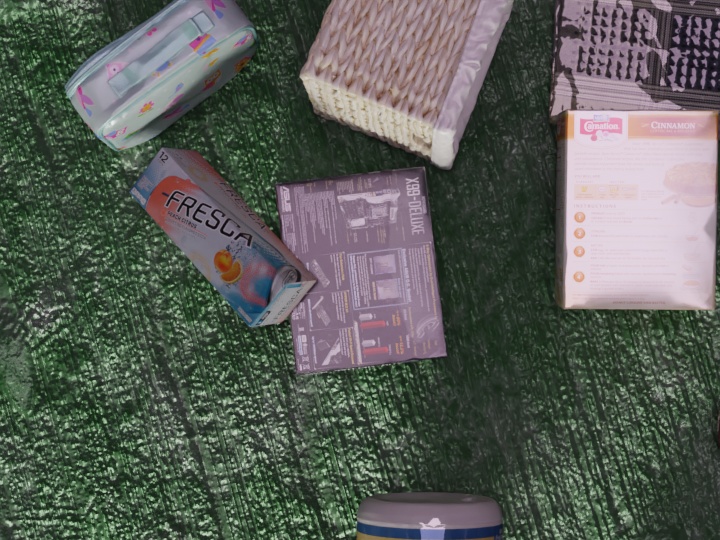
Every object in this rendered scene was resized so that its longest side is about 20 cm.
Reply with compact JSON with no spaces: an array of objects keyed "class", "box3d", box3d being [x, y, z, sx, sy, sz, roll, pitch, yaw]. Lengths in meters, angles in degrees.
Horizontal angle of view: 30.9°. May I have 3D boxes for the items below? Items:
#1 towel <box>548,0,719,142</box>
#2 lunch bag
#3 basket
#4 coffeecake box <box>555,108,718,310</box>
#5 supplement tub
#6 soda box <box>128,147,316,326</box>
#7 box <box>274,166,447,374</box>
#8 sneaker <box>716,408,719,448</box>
[{"class":"towel","box3d":[0.300,-0.237,1.373,0.199,0.035,0.193,7,88,-1]},{"class":"lunch bag","box3d":[-0.195,-0.209,1.307,0.200,0.160,0.077,-37,86,-1]},{"class":"basket","box3d":[0.054,-0.230,1.288,0.160,0.198,0.200,22,86,4]},{"class":"coffeecake box","box3d":[0.278,-0.062,1.321,0.153,0.073,0.201,1,93,1]},{"class":"supplement tub","box3d":[0.067,0.322,1.269,0.144,0.145,0.201,0,86,1]},{"class":"soda box","box3d":[-0.140,-0.036,1.310,0.200,0.068,0.064,46,110,17]},{"class":"box","box3d":[0.000,0.000,1.343,0.157,0.050,0.201,-7,86,0]},{"class":"sneaker","box3d":[0.425,0.110,1.309,0.075,0.090,0.200,27,86,3]}]
